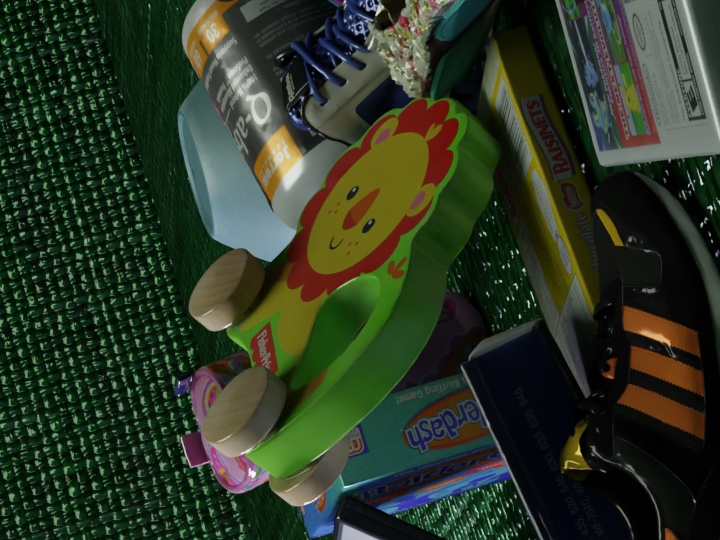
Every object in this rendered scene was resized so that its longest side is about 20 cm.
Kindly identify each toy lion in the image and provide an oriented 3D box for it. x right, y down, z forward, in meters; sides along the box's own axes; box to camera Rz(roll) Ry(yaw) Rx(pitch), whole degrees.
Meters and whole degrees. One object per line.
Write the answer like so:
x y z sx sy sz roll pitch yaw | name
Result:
0.000 0.000 1.296 0.069 0.192 0.200 39 -162 -25 | toy lion

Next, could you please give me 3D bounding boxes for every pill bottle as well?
-0.022 -0.096 1.562 0.200 0.116 0.116 60 165 22 | pill bottle

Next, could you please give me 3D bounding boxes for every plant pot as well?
-0.050 -0.083 1.718 0.200 0.134 0.201 164 90 -81 | plant pot

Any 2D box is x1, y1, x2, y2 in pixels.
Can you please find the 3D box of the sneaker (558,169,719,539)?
0.122 0.052 1.082 0.070 0.090 0.201 104 149 -70 | sneaker

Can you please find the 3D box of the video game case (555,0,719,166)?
0.110 -0.145 1.056 0.182 0.023 0.201 -176 71 -79 | video game case

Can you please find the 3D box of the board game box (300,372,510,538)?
0.045 0.099 1.412 0.200 0.152 0.045 111 142 -75 | board game box

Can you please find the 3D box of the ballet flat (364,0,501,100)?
0.039 -0.144 1.234 0.064 0.076 0.200 46 158 6 | ballet flat

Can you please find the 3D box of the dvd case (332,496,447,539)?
0.075 0.194 1.373 0.143 0.200 0.018 96 -161 -65 | dvd case

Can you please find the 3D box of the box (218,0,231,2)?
-0.008 -0.234 1.077 0.200 0.050 0.199 -10 81 40 | box

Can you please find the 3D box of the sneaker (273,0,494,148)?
0.010 -0.127 1.371 0.200 0.115 0.081 84 165 -44 | sneaker

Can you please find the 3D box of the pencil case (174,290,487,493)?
-0.013 0.075 1.558 0.087 0.200 0.088 41 140 46 | pencil case

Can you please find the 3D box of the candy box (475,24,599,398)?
0.103 -0.016 1.276 0.102 0.026 0.200 91 162 -67 | candy box

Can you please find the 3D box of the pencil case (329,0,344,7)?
-0.019 -0.220 1.479 0.092 0.085 0.200 48 -178 -27 | pencil case

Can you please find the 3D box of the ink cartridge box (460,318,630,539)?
0.110 0.118 1.157 0.200 0.047 0.198 -11 -105 -86 | ink cartridge box
